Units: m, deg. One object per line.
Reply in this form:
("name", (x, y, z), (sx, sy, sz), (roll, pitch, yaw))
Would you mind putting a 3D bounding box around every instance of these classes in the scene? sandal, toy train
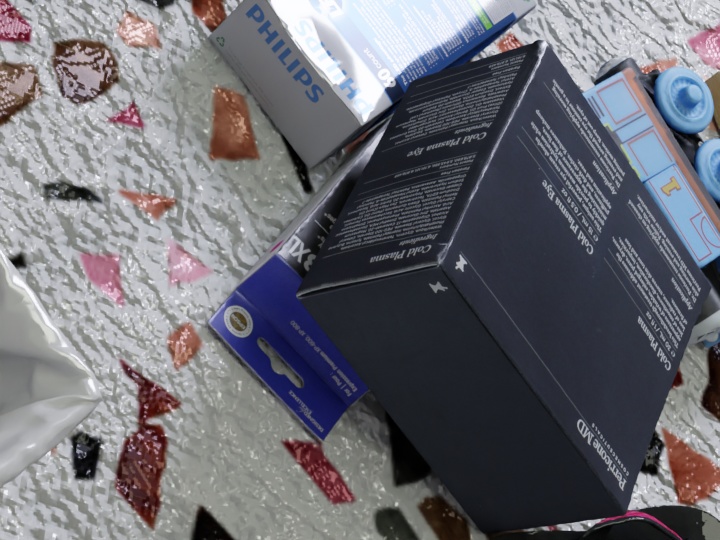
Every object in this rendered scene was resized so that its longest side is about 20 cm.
("sandal", (0.151, 0.173, 1.276), (0.199, 0.045, 0.075), (-1, 66, -39))
("toy train", (0.195, -0.040, 1.412), (0.114, 0.087, 0.201), (-29, 87, -35))

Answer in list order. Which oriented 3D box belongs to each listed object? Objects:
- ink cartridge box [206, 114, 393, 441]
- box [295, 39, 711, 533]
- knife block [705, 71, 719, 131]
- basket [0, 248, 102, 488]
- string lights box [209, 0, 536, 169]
("ink cartridge box", (0.000, 0.000, 1.267), (0.095, 0.037, 0.200), (47, 48, -8))
("box", (0.086, 0.011, 1.237), (0.200, 0.104, 0.182), (53, 44, -27))
("knife block", (0.312, -0.032, 1.521), (0.064, 0.176, 0.200), (-5, 24, -41))
("basket", (-0.261, 0.050, 0.943), (0.200, 0.161, 0.198), (53, 46, -1))
("string lights box", (0.012, -0.154, 1.345), (0.103, 0.059, 0.200), (53, 46, 0))
